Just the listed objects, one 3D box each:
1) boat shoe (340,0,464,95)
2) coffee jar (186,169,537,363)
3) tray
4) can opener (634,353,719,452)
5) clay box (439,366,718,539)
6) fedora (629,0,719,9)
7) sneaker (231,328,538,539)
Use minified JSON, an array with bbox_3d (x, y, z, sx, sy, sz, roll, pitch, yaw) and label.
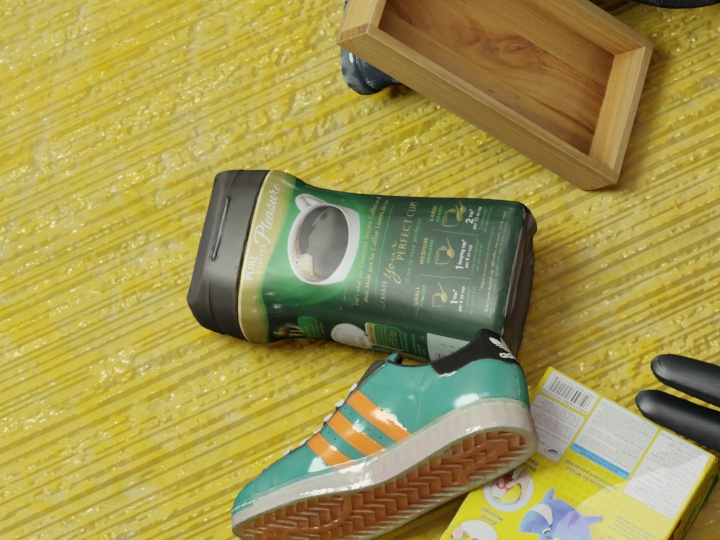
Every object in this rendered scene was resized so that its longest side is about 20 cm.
[{"bbox_3d":[0.046,-0.197,1.753,0.091,0.071,0.200,-10,46,33],"label":"boat shoe"},{"bbox_3d":[0.000,0.000,1.665,0.200,0.085,0.104,9,70,11],"label":"coffee jar"},{"bbox_3d":[0.083,-0.136,1.667,0.037,0.200,0.099,-12,55,52],"label":"tray"},{"bbox_3d":[0.254,0.096,1.593,0.200,0.063,0.079,13,26,1],"label":"can opener"},{"bbox_3d":[0.107,0.168,1.598,0.115,0.048,0.200,29,74,18],"label":"clay box"},{"bbox_3d":[0.148,-0.224,1.714,0.200,0.092,0.201,13,60,-23],"label":"fedora"},{"bbox_3d":[0.011,0.099,1.615,0.200,0.071,0.080,-24,53,22],"label":"sneaker"}]
